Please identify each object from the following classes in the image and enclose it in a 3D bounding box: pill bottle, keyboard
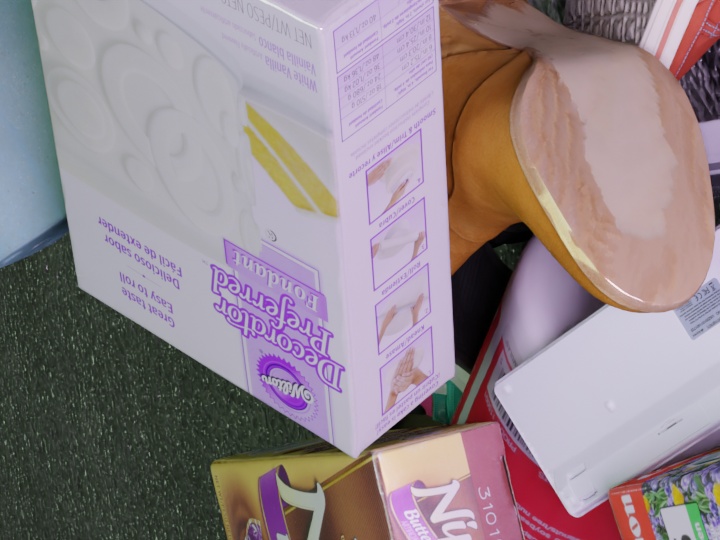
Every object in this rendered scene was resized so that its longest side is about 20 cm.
[{"bbox_3d":[0.089,0.071,1.157,0.200,0.112,0.113,110,144,-50],"label":"pill bottle"},{"bbox_3d":[0.119,0.019,1.001,0.200,0.011,0.056,-38,75,42],"label":"keyboard"}]

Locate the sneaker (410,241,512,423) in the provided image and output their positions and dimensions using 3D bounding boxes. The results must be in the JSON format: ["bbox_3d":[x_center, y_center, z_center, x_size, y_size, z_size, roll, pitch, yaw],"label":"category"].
[{"bbox_3d":[0.000,0.000,1.239,0.120,0.084,0.200,2,146,37],"label":"sneaker"}]

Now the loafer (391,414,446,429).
[{"bbox_3d":[0.050,0.129,1.325,0.073,0.071,0.200,105,147,-45],"label":"loafer"}]

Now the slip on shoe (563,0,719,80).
[{"bbox_3d":[0.123,-0.112,1.050,0.200,0.061,0.074,119,148,-45],"label":"slip on shoe"}]

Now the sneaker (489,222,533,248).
[{"bbox_3d":[0.027,-0.101,1.288,0.079,0.075,0.201,145,114,-68],"label":"sneaker"}]

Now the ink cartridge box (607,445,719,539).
[{"bbox_3d":[0.149,0.076,1.014,0.200,0.109,0.051,-22,87,67],"label":"ink cartridge box"}]

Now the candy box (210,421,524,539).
[{"bbox_3d":[0.006,0.122,1.162,0.200,0.056,0.117,165,92,-68],"label":"candy box"}]

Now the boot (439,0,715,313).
[{"bbox_3d":[0.050,-0.032,1.062,0.202,0.070,0.144,67,149,32],"label":"boot"}]

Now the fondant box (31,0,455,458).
[{"bbox_3d":[-0.041,-0.048,1.045,0.144,0.058,0.201,30,144,31],"label":"fondant box"}]

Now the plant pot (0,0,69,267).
[{"bbox_3d":[-0.160,-0.109,1.206,0.200,0.141,0.141,56,-167,-1],"label":"plant pot"}]

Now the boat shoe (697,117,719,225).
[{"bbox_3d":[0.157,-0.023,1.025,0.200,0.070,0.067,-5,93,60],"label":"boat shoe"}]
